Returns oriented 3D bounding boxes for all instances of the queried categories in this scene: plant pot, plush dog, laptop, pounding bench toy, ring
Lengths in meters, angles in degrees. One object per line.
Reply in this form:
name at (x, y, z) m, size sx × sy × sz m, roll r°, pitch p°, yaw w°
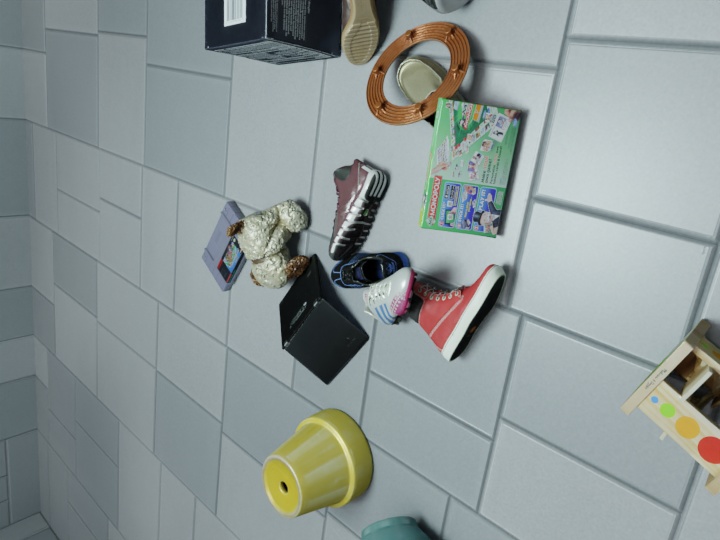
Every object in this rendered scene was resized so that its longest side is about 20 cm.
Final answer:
plant pot at (-0.104, 0.427, 1.209) m, size 0.197 × 0.186 × 0.208 m, roll 10°, pitch 105°, yaw 40°
plush dog at (-0.207, -0.043, 1.254) m, size 0.196 × 0.160 × 0.176 m, roll -12°, pitch 105°, yaw 41°
laptop at (-0.090, 0.111, 1.260) m, size 0.188 × 0.113 × 0.204 m, roll -50°, pitch 37°, yaw 35°
plant pot at (0.069, 0.569, 1.095) m, size 0.201 × 0.196 × 0.137 m, roll -48°, pitch 39°, yaw 35°
pounding bench toy at (0.461, 0.144, 0.691) m, size 0.156 × 0.123 × 0.203 m, roll 44°, pitch 124°, yaw 26°
ring at (0.090, -0.336, 0.944) m, size 0.196 × 0.019 × 0.206 m, roll -14°, pitch 61°, yaw 27°

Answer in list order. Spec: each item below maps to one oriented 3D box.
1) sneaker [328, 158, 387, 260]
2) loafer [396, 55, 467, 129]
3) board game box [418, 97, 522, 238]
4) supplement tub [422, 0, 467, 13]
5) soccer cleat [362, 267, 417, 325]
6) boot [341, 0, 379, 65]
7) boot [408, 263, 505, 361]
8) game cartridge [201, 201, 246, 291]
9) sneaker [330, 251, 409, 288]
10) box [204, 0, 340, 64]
sneaker at (-0.028, -0.129, 1.129) m, size 0.115 × 0.075 × 0.203 m, roll 43°, pitch 113°, yaw 33°
loafer at (0.124, -0.296, 0.955) m, size 0.201 × 0.067 × 0.076 m, roll 51°, pitch 126°, yaw 23°
board game box at (0.174, -0.163, 0.904) m, size 0.130 × 0.029 × 0.206 m, roll 7°, pitch 106°, yaw -5°
supplement tub at (0.099, -0.520, 0.903) m, size 0.201 × 0.121 × 0.124 m, roll 50°, pitch 126°, yaw 24°
soccer cleat at (0.047, 0.048, 1.020) m, size 0.084 × 0.072 × 0.201 m, roll 17°, pitch 155°, yaw 1°
boot at (-0.004, -0.509, 1.034) m, size 0.202 × 0.070 × 0.171 m, roll 93°, pitch 174°, yaw -60°
boot at (0.158, 0.041, 0.986) m, size 0.145 × 0.071 × 0.203 m, roll 47°, pitch 128°, yaw 27°
game cartridge at (-0.340, -0.058, 1.442) m, size 0.131 × 0.038 × 0.202 m, roll 54°, pitch 128°, yaw 26°
sneaker at (0.000, 0.000, 1.113) m, size 0.197 × 0.077 × 0.072 m, roll -13°, pitch 89°, yaw 42°
box at (-0.172, -0.489, 1.103) m, size 0.196 × 0.196 × 0.127 m, roll 11°, pitch 103°, yaw 39°
